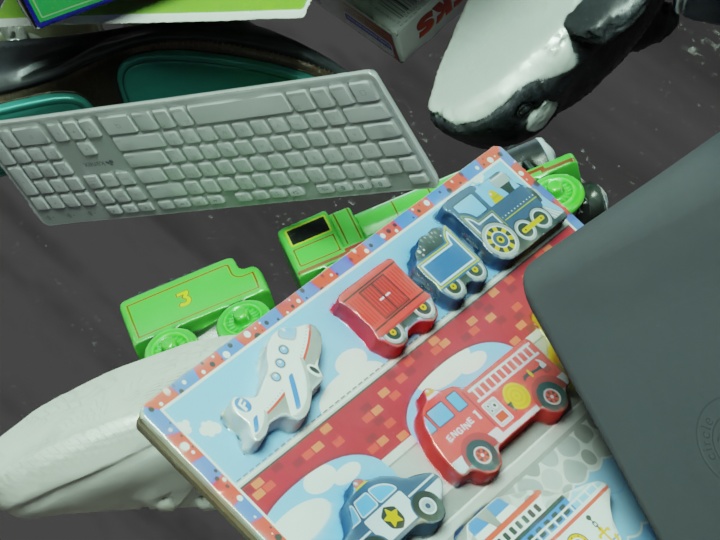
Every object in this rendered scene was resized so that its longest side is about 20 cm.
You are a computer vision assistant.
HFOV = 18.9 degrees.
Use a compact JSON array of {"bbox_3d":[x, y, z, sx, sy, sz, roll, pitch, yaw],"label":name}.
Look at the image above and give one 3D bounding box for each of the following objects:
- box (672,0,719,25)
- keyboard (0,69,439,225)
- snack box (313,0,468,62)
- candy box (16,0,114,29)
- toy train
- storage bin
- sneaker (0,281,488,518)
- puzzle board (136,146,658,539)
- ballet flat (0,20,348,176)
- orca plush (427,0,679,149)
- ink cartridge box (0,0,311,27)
[{"bbox_3d":[0.226,-0.156,0.768,0.198,0.105,0.149,14,63,8],"label":"box"},{"bbox_3d":[-0.063,-0.045,0.827,0.199,0.056,0.011,-4,49,36],"label":"keyboard"},{"bbox_3d":[0.061,-0.176,0.955,0.200,0.024,0.072,-43,59,-17],"label":"snack box"},{"bbox_3d":[-0.053,-0.200,0.838,0.198,0.077,0.170,-20,43,7],"label":"candy box"},{"bbox_3d":[0.000,0.000,0.844,0.199,0.042,0.057,-22,46,-5],"label":"toy train"},{"bbox_3d":[0.154,0.029,0.687,0.145,0.134,0.201,-30,92,-48],"label":"storage bin"},{"bbox_3d":[-0.034,0.067,0.782,0.198,0.089,0.075,-18,15,-8],"label":"sneaker"},{"bbox_3d":[0.043,0.049,0.724,0.151,0.017,0.200,43,49,12],"label":"puzzle board"},{"bbox_3d":[-0.099,-0.081,0.895,0.198,0.073,0.074,-7,56,9],"label":"ballet flat"},{"bbox_3d":[0.104,-0.127,0.897,0.105,0.071,0.201,6,66,44],"label":"orca plush"},{"bbox_3d":[-0.044,-0.149,0.896,0.147,0.076,0.201,2,51,26],"label":"ink cartridge box"}]
